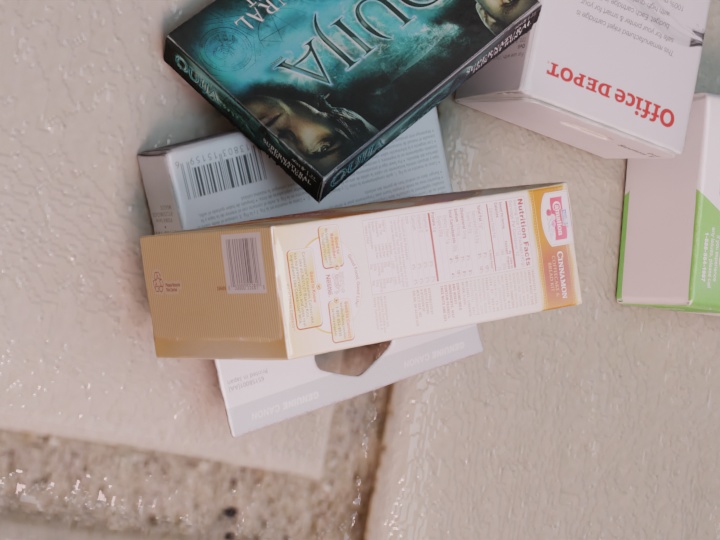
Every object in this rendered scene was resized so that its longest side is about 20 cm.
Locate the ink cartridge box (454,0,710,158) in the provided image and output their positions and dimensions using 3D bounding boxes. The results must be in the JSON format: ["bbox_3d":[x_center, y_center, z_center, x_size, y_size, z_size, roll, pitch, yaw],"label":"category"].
[{"bbox_3d":[0.156,-0.187,1.332,0.145,0.084,0.202,17,81,-32],"label":"ink cartridge box"}]

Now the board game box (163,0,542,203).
[{"bbox_3d":[-0.002,-0.145,1.217,0.135,0.028,0.200,42,62,15],"label":"board game box"}]

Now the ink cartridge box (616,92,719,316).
[{"bbox_3d":[0.286,-0.038,1.417,0.198,0.084,0.147,8,86,-33],"label":"ink cartridge box"}]

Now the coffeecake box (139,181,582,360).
[{"bbox_3d":[0.000,0.000,1.135,0.199,0.153,0.074,-9,93,-33],"label":"coffeecake box"}]

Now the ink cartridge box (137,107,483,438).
[{"bbox_3d":[-0.026,-0.009,1.235,0.199,0.043,0.175,-17,99,-32],"label":"ink cartridge box"}]
